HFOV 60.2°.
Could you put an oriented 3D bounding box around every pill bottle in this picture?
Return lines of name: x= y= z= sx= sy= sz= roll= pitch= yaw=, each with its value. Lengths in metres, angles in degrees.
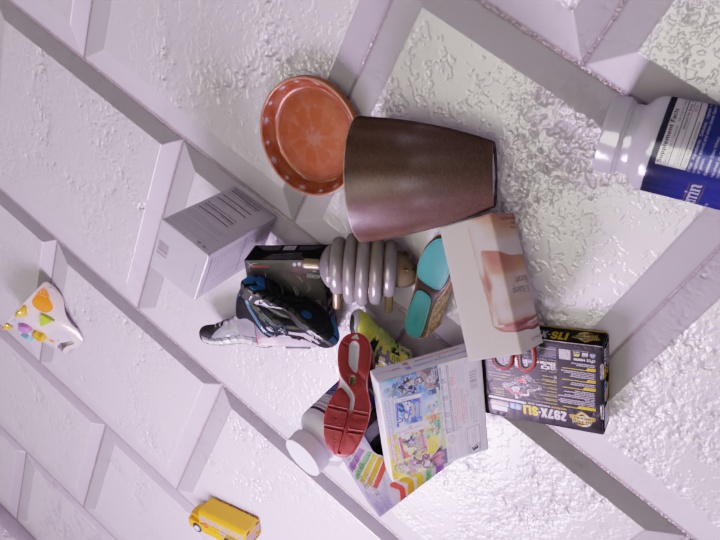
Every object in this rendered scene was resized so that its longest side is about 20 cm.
pill bottle: x=-0.039 y=0.277 z=1.148 sx=0.111 sy=0.200 sz=0.112 roll=30 pitch=142 yaw=28
pill bottle: x=0.392 y=-0.143 z=0.744 sx=0.199 sy=0.116 sz=0.117 roll=20 pitch=122 yaw=23

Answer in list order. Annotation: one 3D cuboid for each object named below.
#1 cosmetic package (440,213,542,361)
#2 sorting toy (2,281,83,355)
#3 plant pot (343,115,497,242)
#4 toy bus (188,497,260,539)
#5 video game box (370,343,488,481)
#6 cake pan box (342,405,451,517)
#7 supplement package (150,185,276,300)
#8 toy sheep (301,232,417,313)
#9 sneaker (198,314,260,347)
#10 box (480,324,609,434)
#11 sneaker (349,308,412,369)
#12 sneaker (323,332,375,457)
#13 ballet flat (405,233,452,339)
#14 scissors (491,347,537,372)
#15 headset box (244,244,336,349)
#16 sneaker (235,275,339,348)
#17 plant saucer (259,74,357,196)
cosmetic package: x=0.195 y=0.022 z=0.918 sx=0.087 sy=0.103 sz=0.202 roll=-13 pitch=88 yaw=33
sorting toy: x=-0.848 y=0.156 z=1.688 sx=0.180 sy=0.107 sz=0.199 roll=44 pitch=131 yaw=-19
plant pot: x=0.097 y=-0.136 z=0.909 sx=0.198 sy=0.187 sz=0.189 roll=0 pitch=114 yaw=16
toy bus: x=-0.361 y=0.663 z=1.634 sx=0.199 sy=0.065 sz=0.079 roll=13 pitch=118 yaw=27
video game box: x=0.118 y=0.236 z=1.037 sx=0.047 sy=0.181 sz=0.202 roll=-135 pitch=33 yaw=-63
cake pan box: x=0.062 y=0.316 z=1.108 sx=0.052 sy=0.183 sz=0.201 roll=36 pitch=154 yaw=56
supplement package: x=-0.266 y=-0.055 z=1.139 sx=0.109 sy=0.200 sz=0.114 roll=36 pitch=126 yaw=11
toy sheep: x=0.000 y=0.000 z=1.046 sx=0.198 sy=0.138 sz=0.139 roll=1 pitch=117 yaw=0
sneaker: x=-0.255 y=0.094 z=1.295 sx=0.198 sy=0.075 sz=0.117 roll=0 pitch=108 yaw=21
box: x=0.292 y=0.168 z=0.999 sx=0.198 sy=0.049 sz=0.161 roll=4 pitch=117 yaw=30
sneaker: x=0.051 y=0.149 z=1.135 sx=0.076 sy=0.075 sz=0.201 roll=-28 pitch=103 yaw=23
sneaker: x=-0.004 y=0.211 z=1.057 sx=0.078 sy=0.115 sz=0.202 roll=11 pitch=83 yaw=16
ballet flat: x=0.124 y=0.022 z=1.022 sx=0.070 sy=0.065 sz=0.201 roll=39 pitch=129 yaw=29
scissors: x=0.224 y=0.061 z=0.971 sx=0.073 sy=0.014 sz=0.202 roll=-14 pitch=85 yaw=33
headset box: x=-0.125 y=0.057 z=1.160 sx=0.147 sy=0.075 sz=0.202 roll=1 pitch=115 yaw=9
sneaker: x=-0.129 y=0.086 z=1.098 sx=0.199 sy=0.073 sz=0.082 roll=30 pitch=119 yaw=6
plant saucer: x=-0.082 y=-0.226 z=1.050 sx=0.199 sy=0.032 sz=0.202 roll=14 pitch=120 yaw=27
